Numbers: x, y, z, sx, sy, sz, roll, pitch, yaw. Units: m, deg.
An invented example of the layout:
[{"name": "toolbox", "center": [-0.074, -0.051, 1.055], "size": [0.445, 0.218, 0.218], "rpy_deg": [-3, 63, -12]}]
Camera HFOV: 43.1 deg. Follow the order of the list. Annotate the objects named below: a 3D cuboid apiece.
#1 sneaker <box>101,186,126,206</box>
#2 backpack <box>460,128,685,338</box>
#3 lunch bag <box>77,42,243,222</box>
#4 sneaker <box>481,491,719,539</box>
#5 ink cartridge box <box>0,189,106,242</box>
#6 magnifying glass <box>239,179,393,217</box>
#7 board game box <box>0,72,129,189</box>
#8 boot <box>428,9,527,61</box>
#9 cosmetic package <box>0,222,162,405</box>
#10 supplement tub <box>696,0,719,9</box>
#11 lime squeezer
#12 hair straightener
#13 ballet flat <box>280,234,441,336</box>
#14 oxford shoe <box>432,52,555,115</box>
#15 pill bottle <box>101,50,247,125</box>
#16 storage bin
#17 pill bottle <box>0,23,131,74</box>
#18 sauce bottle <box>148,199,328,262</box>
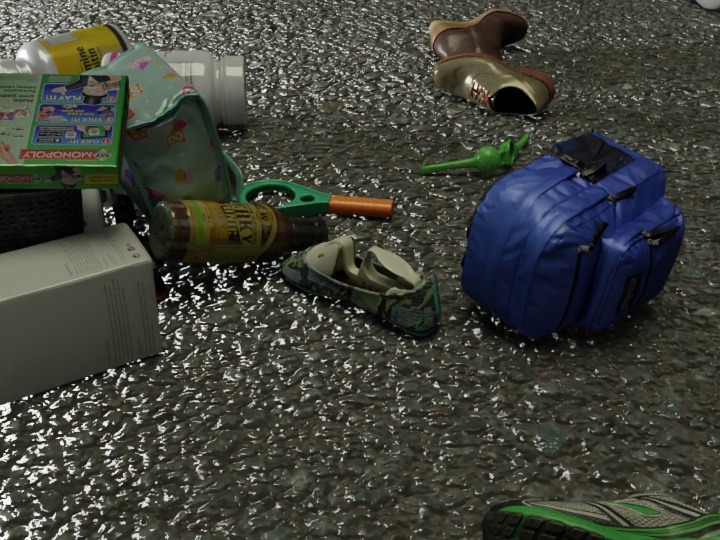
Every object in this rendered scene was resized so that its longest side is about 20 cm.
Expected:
[{"name": "sneaker", "center": [-0.259, -0.136, 1.154], "size": [0.085, 0.076, 0.201], "rpy_deg": [20, 37, 13]}, {"name": "backpack", "center": [0.207, -0.029, 0.899], "size": [0.197, 0.165, 0.167], "rpy_deg": [-21, 41, -33]}, {"name": "lunch bag", "center": [-0.215, -0.123, 1.014], "size": [0.121, 0.202, 0.170], "rpy_deg": [-32, 42, -15]}, {"name": "sneaker", "center": [0.180, 0.195, 0.635], "size": [0.195, 0.080, 0.086], "rpy_deg": [11, 25, 0]}, {"name": "ink cartridge box", "center": [-0.347, -0.061, 0.972], "size": [0.142, 0.086, 0.202], "rpy_deg": [-9, 47, -15]}, {"name": "magnifying glass", "center": [-0.057, -0.084, 1.117], "size": [0.195, 0.023, 0.080], "rpy_deg": [7, 32, 8]}, {"name": "board game box", "center": [-0.316, -0.130, 0.835], "size": [0.195, 0.029, 0.136], "rpy_deg": [0, 48, -8]}, {"name": "boot", "center": [0.223, -0.381, 1.582], "size": [0.195, 0.073, 0.168], "rpy_deg": [-7, 44, -15]}, {"name": "cosmetic package", "center": [-0.289, 0.042, 0.828], "size": [0.196, 0.110, 0.085], "rpy_deg": [-15, 35, -27]}, {"name": "supplement tub", "center": [0.796, -0.623, 1.889], "size": [0.196, 0.143, 0.141], "rpy_deg": [-13, 34, -21]}, {"name": "lime squeezer", "center": [0.178, -0.152, 1.231], "size": [0.197, 0.039, 0.070], "rpy_deg": [-21, 6, -29]}, {"name": "hair straightener", "center": [-0.247, -0.047, 0.999], "size": [0.040, 0.078, 0.201], "rpy_deg": [-11, 33, -15]}, {"name": "ballet flat", "center": [0.000, 0.000, 0.938], "size": [0.197, 0.076, 0.074], "rpy_deg": [19, 36, 28]}, {"name": "oxford shoe", "center": [0.196, -0.284, 1.401], "size": [0.196, 0.072, 0.075], "rpy_deg": [14, 39, 23]}, {"name": "pill bottle", "center": [-0.261, -0.253, 1.299], "size": [0.195, 0.116, 0.114], "rpy_deg": [-2, 31, -6]}, {"name": "storage bin", "center": [-0.369, -0.078, 0.864], "size": [0.195, 0.095, 0.137], "rpy_deg": [-8, 49, -13]}, {"name": "pill bottle", "center": [-0.441, -0.292, 1.359], "size": [0.111, 0.114, 0.198], "rpy_deg": [27, 41, 36]}, {"name": "sauce bottle", "center": [-0.125, -0.041, 0.972], "size": [0.197, 0.066, 0.064], "rpy_deg": [-2, 27, -38]}]
